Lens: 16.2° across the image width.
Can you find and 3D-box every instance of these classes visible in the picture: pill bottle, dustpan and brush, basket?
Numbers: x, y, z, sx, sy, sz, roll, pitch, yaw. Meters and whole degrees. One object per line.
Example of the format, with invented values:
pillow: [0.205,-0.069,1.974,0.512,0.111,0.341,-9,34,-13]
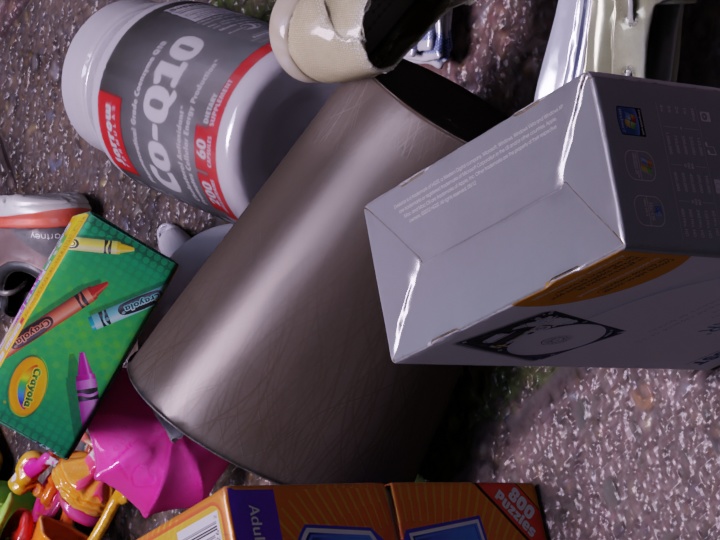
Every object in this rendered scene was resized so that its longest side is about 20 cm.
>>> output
pill bottle: [-0.084,-0.092,1.453,0.199,0.113,0.115,22,105,50]
dustpan and brush: [-0.091,0.012,1.496,0.140,0.057,0.200,-47,43,3]
basket: [0.000,0.000,1.312,0.201,0.179,0.136,-61,35,17]

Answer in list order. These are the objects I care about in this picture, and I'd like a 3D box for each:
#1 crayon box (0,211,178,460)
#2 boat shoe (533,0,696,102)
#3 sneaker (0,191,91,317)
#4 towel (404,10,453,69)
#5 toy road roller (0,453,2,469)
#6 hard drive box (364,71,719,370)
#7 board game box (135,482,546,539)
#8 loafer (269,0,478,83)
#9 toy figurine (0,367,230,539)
crayon box: [-0.161,0.033,1.402,0.119,0.058,0.200,-60,8,-4]
boat shoe: [0.132,-0.140,1.193,0.062,0.072,0.202,17,107,27]
sneaker: [-0.253,-0.009,1.700,0.199,0.077,0.083,-1,93,53]
towel: [0.016,-0.216,1.407,0.146,0.024,0.202,12,95,54]
toy road roller: [-0.316,0.177,1.734,0.201,0.122,0.146,62,144,32]
hard drive box: [0.128,-0.016,1.106,0.156,0.199,0.077,-29,66,48]
board game box: [-0.025,0.234,1.285,0.199,0.199,0.202,-32,63,46]
loafer: [0.039,-0.168,1.255,0.068,0.076,0.201,29,80,43]
toy figurine: [-0.153,0.129,1.549,0.184,0.150,0.200,-52,24,19]
